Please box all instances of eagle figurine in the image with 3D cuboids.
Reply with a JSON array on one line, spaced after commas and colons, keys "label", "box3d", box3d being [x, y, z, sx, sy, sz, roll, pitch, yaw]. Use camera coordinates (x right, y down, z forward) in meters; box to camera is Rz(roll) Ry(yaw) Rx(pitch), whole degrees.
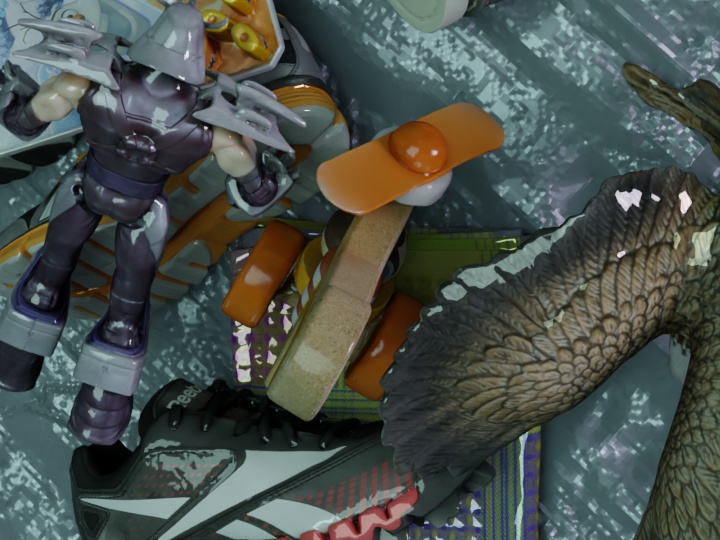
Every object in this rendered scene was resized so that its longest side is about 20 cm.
[{"label": "eagle figurine", "box3d": [0.125, 0.026, 0.744, 0.152, 0.200, 0.151, 11, 144, 49]}]

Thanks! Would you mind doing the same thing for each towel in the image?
[{"label": "towel", "box3d": [0.013, 0.076, 0.851, 0.143, 0.023, 0.201, 0, 95, 18]}]

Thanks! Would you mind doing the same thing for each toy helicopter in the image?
[{"label": "toy helicopter", "box3d": [0.000, 0.000, 0.733, 0.079, 0.200, 0.132, 31, 107, -3]}]

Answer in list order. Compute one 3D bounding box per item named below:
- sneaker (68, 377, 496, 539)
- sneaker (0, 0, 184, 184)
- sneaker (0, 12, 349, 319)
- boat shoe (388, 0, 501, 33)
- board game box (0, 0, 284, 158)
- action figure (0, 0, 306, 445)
[{"label": "sneaker", "box3d": [-0.043, 0.087, 0.822, 0.200, 0.071, 0.098, -18, 92, 21]}, {"label": "sneaker", "box3d": [-0.153, -0.101, 0.877, 0.200, 0.081, 0.084, -27, 68, 13]}, {"label": "sneaker", "box3d": [-0.090, -0.042, 0.856, 0.200, 0.078, 0.077, -28, 55, 24]}, {"label": "boat shoe", "box3d": [0.007, -0.192, 0.809, 0.060, 0.072, 0.202, -24, 71, -21]}, {"label": "board game box", "box3d": [-0.151, -0.154, 0.815, 0.199, 0.026, 0.201, -17, 81, 10]}, {"label": "action figure", "box3d": [-0.098, -0.031, 0.768, 0.130, 0.069, 0.200, 24, 121, -1]}]
